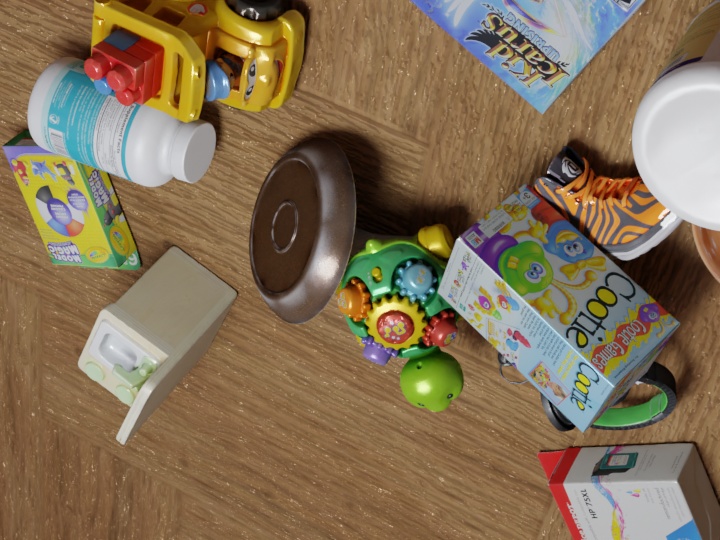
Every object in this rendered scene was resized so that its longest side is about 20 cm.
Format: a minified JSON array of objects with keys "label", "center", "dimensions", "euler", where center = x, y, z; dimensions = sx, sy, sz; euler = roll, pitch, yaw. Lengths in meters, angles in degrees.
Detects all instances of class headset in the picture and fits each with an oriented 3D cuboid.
[{"label":"headset","center":[0.229,0.105,1.402],"dimensions":[0.198,0.095,0.124],"euler":[17,145,-20]}]

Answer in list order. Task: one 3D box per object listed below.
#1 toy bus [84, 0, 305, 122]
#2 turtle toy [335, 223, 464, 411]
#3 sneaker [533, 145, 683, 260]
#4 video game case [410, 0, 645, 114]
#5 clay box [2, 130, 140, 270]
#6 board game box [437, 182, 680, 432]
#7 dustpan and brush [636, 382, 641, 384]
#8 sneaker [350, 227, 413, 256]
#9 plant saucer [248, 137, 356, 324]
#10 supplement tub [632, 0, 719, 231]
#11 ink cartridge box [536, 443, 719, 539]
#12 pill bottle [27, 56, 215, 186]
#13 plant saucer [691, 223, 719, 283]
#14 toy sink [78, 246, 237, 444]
[{"label":"toy bus","center":[-0.181,-0.217,1.375],"dimensions":[0.199,0.192,0.136],"euler":[25,132,12]},{"label":"turtle toy","center":[0.050,0.053,1.418],"dimensions":[0.145,0.101,0.201],"euler":[-19,117,19]},{"label":"sneaker","center":[0.228,-0.069,1.285],"dimensions":[0.112,0.078,0.200],"euler":[49,149,-7]},{"label":"video game case","center":[0.145,-0.268,1.228],"dimensions":[0.200,0.046,0.181],"euler":[40,136,-1]},{"label":"clay box","center":[-0.356,-0.077,1.696],"dimensions":[0.114,0.048,0.201],"euler":[3,124,32]},{"label":"board game box","center":[0.186,0.035,1.304],"dimensions":[0.200,0.103,0.105],"euler":[45,153,16]},{"label":"dustpan and brush","center":[0.199,0.050,1.441],"dimensions":[0.198,0.057,0.140],"euler":[3,137,23]},{"label":"sneaker","center":[0.000,0.000,1.504],"dimensions":[0.198,0.078,0.080],"euler":[11,123,24]},{"label":"plant saucer","center":[-0.070,-0.045,1.452],"dimensions":[0.032,0.202,0.200],"euler":[10,146,-31]},{"label":"supplement tub","center":[0.315,-0.140,1.106],"dimensions":[0.144,0.200,0.146],"euler":[17,131,21]},{"label":"ink cartridge box","center":[0.291,0.261,1.526],"dimensions":[0.199,0.067,0.117],"euler":[-9,118,38]},{"label":"pill bottle","center":[-0.264,-0.161,1.527],"dimensions":[0.199,0.111,0.111],"euler":[20,132,18]},{"label":"plant saucer","center":[0.403,-0.043,1.241],"dimensions":[0.199,0.038,0.201],"euler":[17,131,20]},{"label":"toy sink","center":[-0.261,0.088,1.655],"dimensions":[0.112,0.200,0.131],"euler":[35,136,3]}]
